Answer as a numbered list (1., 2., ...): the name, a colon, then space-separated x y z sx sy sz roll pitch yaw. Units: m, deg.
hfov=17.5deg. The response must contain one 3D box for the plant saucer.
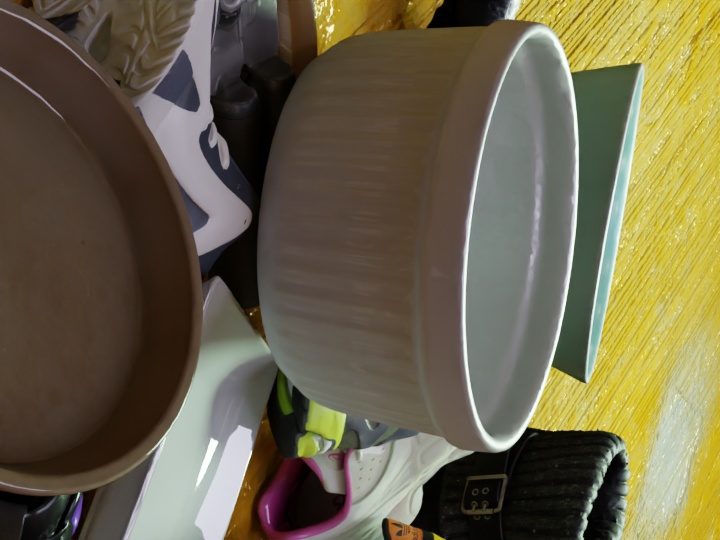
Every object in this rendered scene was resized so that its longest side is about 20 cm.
1. plant saucer: -0.139 -0.010 0.872 0.200 0.029 0.201 28 51 -41

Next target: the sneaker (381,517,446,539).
1. sneaker: -0.013 0.222 1.312 0.200 0.090 0.070 -49 -167 14

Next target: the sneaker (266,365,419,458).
1. sneaker: 0.000 0.000 1.223 0.081 0.074 0.201 5 93 -26

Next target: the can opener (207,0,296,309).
1. can opener: -0.066 -0.081 1.081 0.053 0.067 0.200 -36 136 -42

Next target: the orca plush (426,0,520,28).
1. orca plush: 0.049 -0.110 1.341 0.071 0.105 0.200 6 123 -31

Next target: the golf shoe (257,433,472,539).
1. golf shoe: 0.017 0.083 1.275 0.091 0.075 0.200 2 127 -54

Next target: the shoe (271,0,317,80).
1. shoe: -0.048 -0.094 1.126 0.070 0.053 0.200 -96 -174 -65

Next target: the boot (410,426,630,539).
1. boot: 0.064 0.179 1.389 0.079 0.157 0.212 59 46 -58

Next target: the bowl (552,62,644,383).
1. bowl: 0.108 -0.038 1.444 0.201 0.105 0.201 10 90 -83

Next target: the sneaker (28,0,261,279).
1. sneaker: -0.088 -0.066 1.019 0.130 0.079 0.200 15 85 -70

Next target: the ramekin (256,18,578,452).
1. ramekin: 0.028 -0.019 1.095 0.200 0.105 0.201 6 90 -71

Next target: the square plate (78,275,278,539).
1. square plate: -0.093 0.113 1.097 0.200 0.028 0.199 67 41 -75

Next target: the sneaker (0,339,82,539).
1. sneaker: -0.147 0.114 0.911 0.100 0.069 0.201 145 -45 -70
